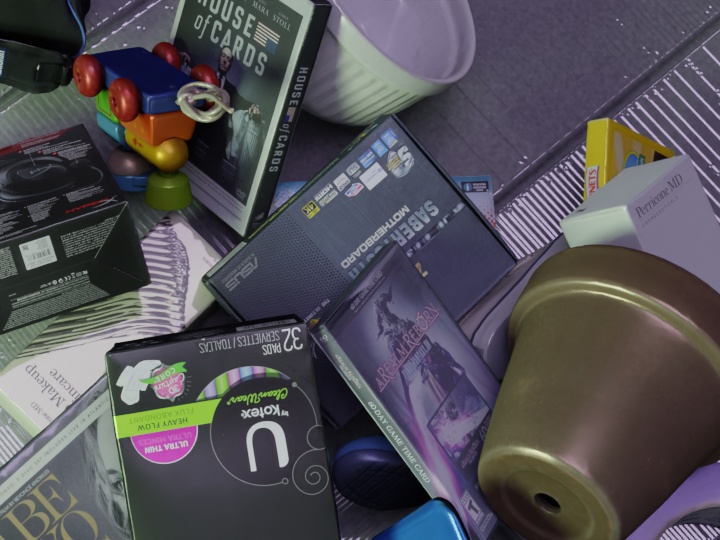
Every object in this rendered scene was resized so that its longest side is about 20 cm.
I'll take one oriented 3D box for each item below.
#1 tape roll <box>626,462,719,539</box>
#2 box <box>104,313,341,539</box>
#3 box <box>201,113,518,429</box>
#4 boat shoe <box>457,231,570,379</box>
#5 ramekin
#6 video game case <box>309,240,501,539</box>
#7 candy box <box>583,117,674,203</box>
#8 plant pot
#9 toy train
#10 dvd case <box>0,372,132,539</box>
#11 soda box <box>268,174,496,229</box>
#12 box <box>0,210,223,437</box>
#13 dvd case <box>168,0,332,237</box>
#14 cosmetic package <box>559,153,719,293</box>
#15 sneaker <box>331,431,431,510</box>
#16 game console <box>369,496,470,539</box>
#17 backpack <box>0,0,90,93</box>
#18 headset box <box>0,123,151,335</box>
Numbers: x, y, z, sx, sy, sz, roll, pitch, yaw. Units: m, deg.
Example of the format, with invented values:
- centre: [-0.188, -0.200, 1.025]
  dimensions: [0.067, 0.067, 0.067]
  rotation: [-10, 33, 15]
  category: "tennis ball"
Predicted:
- centre: [0.275, 0.255, 1.324]
  dimensions: [0.199, 0.085, 0.201]
  rotation: [2, 71, -5]
  category: "tape roll"
- centre: [-0.097, 0.143, 1.235]
  dimensions: [0.148, 0.124, 0.201]
  rotation: [-9, 92, -5]
  category: "box"
- centre: [0.000, 0.000, 1.332]
  dimensions: [0.200, 0.051, 0.158]
  rotation: [-41, 100, -5]
  category: "box"
- centre: [0.137, 0.014, 1.396]
  dimensions: [0.070, 0.071, 0.200]
  rotation: [18, 48, 39]
  category: "boat shoe"
- centre: [-0.010, -0.214, 1.397]
  dimensions: [0.200, 0.105, 0.201]
  rotation: [31, 43, -33]
  category: "ramekin"
- centre: [0.053, 0.089, 1.261]
  dimensions: [0.200, 0.019, 0.143]
  rotation: [54, 34, -9]
  category: "video game case"
- centre: [0.219, -0.016, 1.400]
  dimensions: [0.102, 0.026, 0.201]
  rotation: [18, 71, -42]
  category: "candy box"
- centre: [0.171, 0.109, 1.242]
  dimensions: [0.200, 0.200, 0.175]
  rotation: [35, 55, 6]
  category: "plant pot"
- centre: [-0.148, -0.097, 1.312]
  dimensions: [0.084, 0.116, 0.200]
  rotation: [-14, 28, -28]
  category: "toy train"
- centre: [-0.177, 0.196, 1.294]
  dimensions: [0.149, 0.016, 0.200]
  rotation: [-42, 102, -17]
  category: "dvd case"
- centre: [0.009, -0.035, 1.402]
  dimensions: [0.199, 0.064, 0.069]
  rotation: [-2, 72, -8]
  category: "soda box"
- centre: [-0.193, 0.051, 1.346]
  dimensions: [0.082, 0.068, 0.200]
  rotation: [43, 72, 1]
  category: "box"
- centre: [-0.103, -0.149, 1.349]
  dimensions: [0.025, 0.200, 0.150]
  rotation: [-7, 35, -44]
  category: "dvd case"
- centre: [0.248, 0.022, 1.349]
  dimensions: [0.101, 0.071, 0.200]
  rotation: [-37, 106, -39]
  category: "cosmetic package"
- centre: [0.050, 0.135, 1.317]
  dimensions: [0.200, 0.074, 0.082]
  rotation: [4, 61, -45]
  category: "sneaker"
- centre: [0.086, 0.271, 1.237]
  dimensions: [0.118, 0.171, 0.200]
  rotation: [-29, 75, 20]
  category: "game console"
- centre: [-0.323, -0.256, 1.380]
  dimensions: [0.190, 0.200, 0.154]
  rotation: [-6, 41, 0]
  category: "backpack"
- centre: [-0.261, -0.036, 1.322]
  dimensions: [0.148, 0.200, 0.077]
  rotation: [-19, 117, -12]
  category: "headset box"
